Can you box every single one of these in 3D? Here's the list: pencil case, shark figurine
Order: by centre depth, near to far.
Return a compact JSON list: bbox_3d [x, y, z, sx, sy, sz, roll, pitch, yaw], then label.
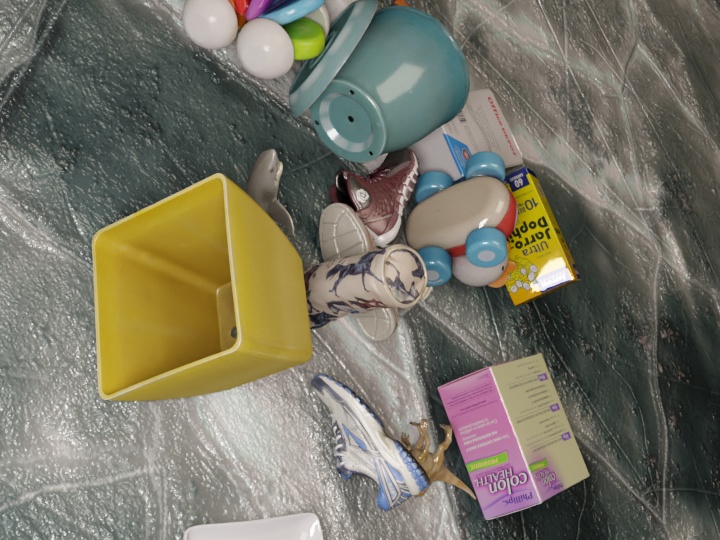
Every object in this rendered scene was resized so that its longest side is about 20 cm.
[{"bbox_3d":[-0.006,0.023,1.401,0.089,0.200,0.078,38,55,-33],"label":"pencil case"},{"bbox_3d":[-0.136,-0.041,1.413,0.089,0.128,0.215,-10,93,-25],"label":"shark figurine"}]

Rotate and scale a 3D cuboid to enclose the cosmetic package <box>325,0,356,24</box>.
[{"bbox_3d":[-0.092,-0.429,1.646,0.200,0.107,0.085,39,44,-29],"label":"cosmetic package"}]

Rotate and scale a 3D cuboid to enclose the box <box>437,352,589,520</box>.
[{"bbox_3d":[0.224,0.237,1.603,0.176,0.097,0.200,-6,72,-57],"label":"box"}]

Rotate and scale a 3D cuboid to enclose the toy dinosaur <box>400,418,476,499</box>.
[{"bbox_3d":[0.093,0.259,1.505,0.200,0.058,0.101,26,66,-53],"label":"toy dinosaur"}]

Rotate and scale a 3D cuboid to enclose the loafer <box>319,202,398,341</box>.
[{"bbox_3d":[0.000,0.000,1.538,0.201,0.072,0.063,69,22,-2],"label":"loafer"}]

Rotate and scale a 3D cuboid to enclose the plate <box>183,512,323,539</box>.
[{"bbox_3d":[-0.107,0.376,1.214,0.199,0.032,0.201,5,65,-46],"label":"plate"}]

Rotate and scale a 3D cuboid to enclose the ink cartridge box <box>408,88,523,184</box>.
[{"bbox_3d":[0.165,-0.216,1.826,0.200,0.084,0.146,-15,80,-52],"label":"ink cartridge box"}]

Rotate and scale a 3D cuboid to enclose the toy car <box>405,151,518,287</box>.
[{"bbox_3d":[0.186,-0.042,1.695,0.200,0.177,0.185,44,38,-40],"label":"toy car"}]

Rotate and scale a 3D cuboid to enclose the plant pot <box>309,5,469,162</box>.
[{"bbox_3d":[0.029,-0.260,1.628,0.200,0.200,0.188,54,51,-11],"label":"plant pot"}]

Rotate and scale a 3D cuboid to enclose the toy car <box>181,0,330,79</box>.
[{"bbox_3d":[-0.131,-0.369,1.500,0.200,0.150,0.175,30,39,10],"label":"toy car"}]

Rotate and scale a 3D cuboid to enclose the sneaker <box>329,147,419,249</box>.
[{"bbox_3d":[0.017,-0.133,1.621,0.115,0.076,0.200,36,46,-25],"label":"sneaker"}]

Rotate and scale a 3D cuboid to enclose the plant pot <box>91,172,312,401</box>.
[{"bbox_3d":[-0.164,0.038,1.235,0.176,0.200,0.201,24,51,-53],"label":"plant pot"}]

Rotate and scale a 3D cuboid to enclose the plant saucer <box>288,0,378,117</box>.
[{"bbox_3d":[-0.045,-0.307,1.556,0.027,0.200,0.200,35,45,-15],"label":"plant saucer"}]

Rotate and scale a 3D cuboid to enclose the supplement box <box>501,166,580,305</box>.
[{"bbox_3d":[0.268,-0.055,1.802,0.200,0.109,0.109,67,15,7],"label":"supplement box"}]

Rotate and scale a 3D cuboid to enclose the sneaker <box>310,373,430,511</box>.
[{"bbox_3d":[-0.006,0.217,1.385,0.200,0.085,0.077,48,-2,16],"label":"sneaker"}]

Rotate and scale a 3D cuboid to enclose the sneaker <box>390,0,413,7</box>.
[{"bbox_3d":[0.073,-0.373,1.835,0.112,0.078,0.200,25,40,-32],"label":"sneaker"}]
